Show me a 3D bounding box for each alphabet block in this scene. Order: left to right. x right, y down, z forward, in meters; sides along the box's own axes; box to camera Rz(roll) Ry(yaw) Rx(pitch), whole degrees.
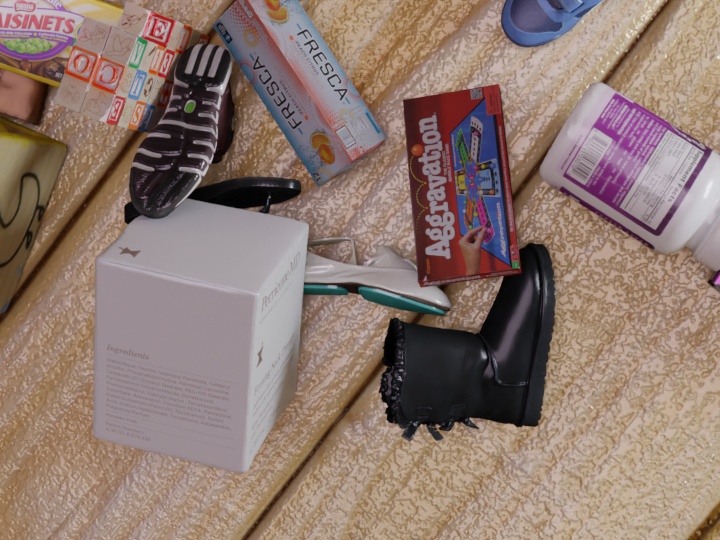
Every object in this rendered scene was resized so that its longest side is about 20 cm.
[{"bbox_3d":[-0.451,-0.077,1.438,0.194,0.195,0.202,23,96,6],"label":"alphabet block"}]

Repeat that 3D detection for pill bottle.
[{"bbox_3d":[0.283,-0.087,1.351,0.199,0.112,0.113,33,97,7],"label":"pill bottle"}]

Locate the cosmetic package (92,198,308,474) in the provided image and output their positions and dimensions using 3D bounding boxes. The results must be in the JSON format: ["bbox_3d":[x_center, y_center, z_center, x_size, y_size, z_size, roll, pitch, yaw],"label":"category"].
[{"bbox_3d":[-0.157,0.059,1.370,0.164,0.168,0.202,12,117,11],"label":"cosmetic package"}]

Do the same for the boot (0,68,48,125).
[{"bbox_3d":[-0.397,-0.281,1.495,0.186,0.069,0.202,24,101,-5],"label":"boot"}]

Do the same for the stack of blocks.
[{"bbox_3d":[-0.224,-0.203,1.389,0.058,0.200,0.116,22,96,9],"label":"stack of blocks"}]

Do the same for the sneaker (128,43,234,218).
[{"bbox_3d":[-0.167,-0.120,1.416,0.075,0.116,0.202,14,65,13],"label":"sneaker"}]

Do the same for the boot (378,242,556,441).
[{"bbox_3d":[0.105,0.069,1.382,0.160,0.073,0.201,3,98,-12],"label":"boot"}]

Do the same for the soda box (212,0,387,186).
[{"bbox_3d":[-0.061,-0.191,1.410,0.068,0.063,0.201,-31,92,48],"label":"soda box"}]

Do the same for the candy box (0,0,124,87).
[{"bbox_3d":[-0.330,-0.250,1.454,0.198,0.026,0.103,17,100,-11],"label":"candy box"}]

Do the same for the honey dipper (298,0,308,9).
[{"bbox_3d":[-0.039,-0.222,1.444,0.038,0.038,0.201,-33,90,9],"label":"honey dipper"}]

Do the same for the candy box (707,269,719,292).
[{"bbox_3d":[0.459,0.013,1.348,0.199,0.061,0.137,36,95,8],"label":"candy box"}]

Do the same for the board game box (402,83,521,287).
[{"bbox_3d":[0.100,-0.086,1.392,0.102,0.019,0.203,-9,68,11],"label":"board game box"}]

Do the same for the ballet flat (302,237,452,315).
[{"bbox_3d":[0.000,0.000,1.429,0.197,0.069,0.070,8,93,12],"label":"ballet flat"}]

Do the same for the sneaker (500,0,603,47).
[{"bbox_3d":[0.223,-0.295,1.371,0.199,0.082,0.074,-34,87,11],"label":"sneaker"}]

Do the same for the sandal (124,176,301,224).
[{"bbox_3d":[-0.150,-0.059,1.446,0.198,0.075,0.049,-10,78,19],"label":"sandal"}]
